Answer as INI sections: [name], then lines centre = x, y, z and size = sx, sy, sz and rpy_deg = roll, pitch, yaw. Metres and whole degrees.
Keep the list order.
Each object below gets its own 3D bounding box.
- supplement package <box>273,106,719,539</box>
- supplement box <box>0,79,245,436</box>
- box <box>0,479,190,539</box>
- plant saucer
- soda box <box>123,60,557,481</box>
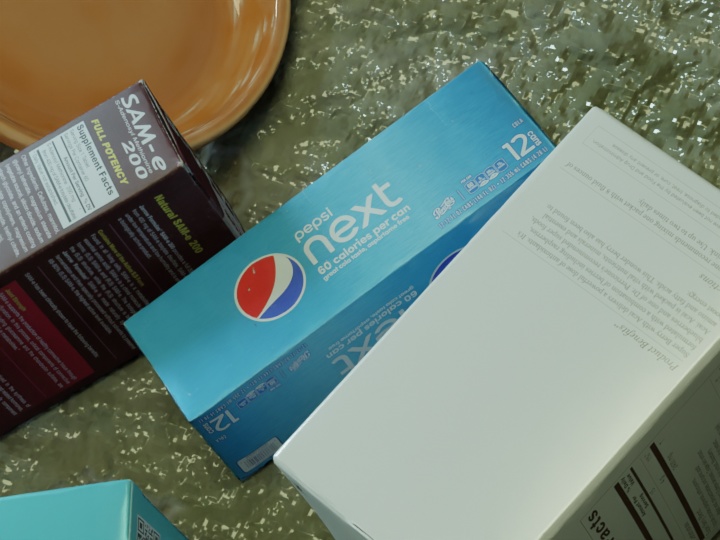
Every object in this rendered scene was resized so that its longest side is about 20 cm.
[supplement package]
centre = 0.086, 0.060, 1.198
size = 0.200, 0.120, 0.121
rpy_deg = -47, 57, -9
[supplement box]
centre = -0.155, 0.009, 1.329
size = 0.200, 0.109, 0.061
rpy_deg = -30, 55, 2
[box]
centre = -0.177, 0.141, 1.278
size = 0.200, 0.082, 0.049
rpy_deg = -9, 60, 17
[plant saucer]
centre = -0.132, -0.136, 1.392
size = 0.200, 0.037, 0.201
rpy_deg = 8, 65, -18
[soda box]
centre = 0.000, 0.000, 1.300
size = 0.200, 0.064, 0.068
rpy_deg = -36, 55, -2
